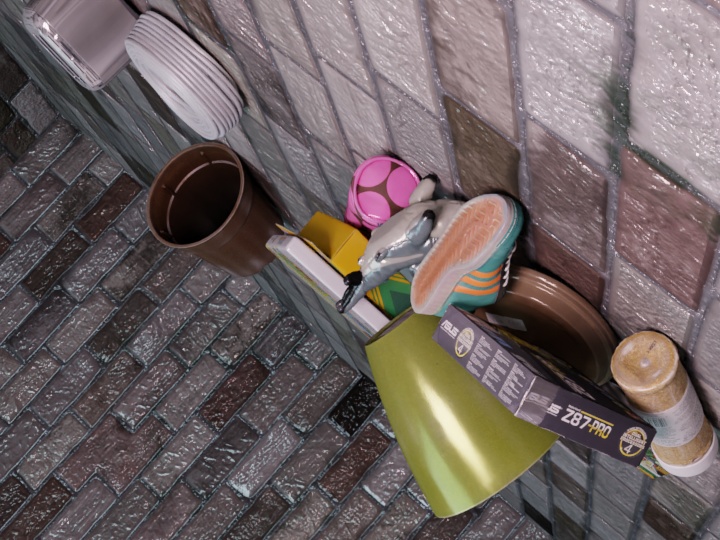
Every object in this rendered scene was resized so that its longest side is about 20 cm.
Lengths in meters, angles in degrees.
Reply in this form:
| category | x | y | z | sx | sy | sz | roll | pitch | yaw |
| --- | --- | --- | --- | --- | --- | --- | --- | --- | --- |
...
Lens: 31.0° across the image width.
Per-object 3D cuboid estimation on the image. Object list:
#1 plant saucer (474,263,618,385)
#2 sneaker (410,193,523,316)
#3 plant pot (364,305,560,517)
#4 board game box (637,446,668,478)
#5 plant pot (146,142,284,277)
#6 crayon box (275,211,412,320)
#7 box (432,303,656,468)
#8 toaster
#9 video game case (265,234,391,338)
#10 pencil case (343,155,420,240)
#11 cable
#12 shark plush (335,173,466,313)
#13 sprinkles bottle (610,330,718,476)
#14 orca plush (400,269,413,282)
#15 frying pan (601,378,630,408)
| category | x | y | z | sx | sy | sz | roll | pitch | yaw |
| --- | --- | --- | --- | --- | --- | --- | --- | --- | --- |
| plant saucer | 0.191 | 0.070 | 1.433 | 0.199 | 0.030 | 0.201 | 28 | 151 | 16 |
| sneaker | 0.125 | -0.013 | 1.330 | 0.079 | 0.072 | 0.200 | 8 | 150 | -22 |
| plant pot | 0.099 | 0.137 | 1.447 | 0.201 | 0.186 | 0.187 | 53 | 171 | -2 |
| board game box | 0.284 | 0.183 | 1.560 | 0.199 | 0.024 | 0.105 | 34 | 171 | 8 |
| plant pot | -0.246 | -0.093 | 2.315 | 0.200 | 0.201 | 0.198 | 36 | 176 | 35 |
| crayon box | 0.000 | 0.000 | 1.561 | 0.200 | 0.052 | 0.126 | 44 | 173 | -26 |
| box | 0.178 | 0.113 | 1.292 | 0.160 | 0.049 | 0.200 | 23 | -171 | -26 |
| toaster | -0.394 | -0.353 | 1.885 | 0.200 | 0.129 | 0.113 | 47 | 171 | -30 |
| video game case | -0.025 | 0.029 | 1.579 | 0.200 | 0.023 | 0.182 | 41 | 174 | -10 |
| pencil case | 0.028 | -0.070 | 1.536 | 0.093 | 0.092 | 0.200 | 14 | 173 | -1 |
| cable | -0.249 | -0.273 | 1.823 | 0.200 | 0.069 | 0.200 | 45 | 171 | -13 |
| shark plush | 0.049 | -0.009 | 1.399 | 0.083 | 0.200 | 0.091 | 42 | -166 | -21 |
| sprinkles bottle | 0.311 | 0.138 | 1.315 | 0.068 | 0.068 | 0.200 | 35 | 168 | 40 |
| orca plush | 0.056 | 0.007 | 1.809 | 0.070 | 0.107 | 0.199 | 8 | -179 | -32 |
| frying pan | 0.302 | 0.137 | 1.463 | 0.115 | 0.031 | 0.190 | 33 | 164 | 40 |
